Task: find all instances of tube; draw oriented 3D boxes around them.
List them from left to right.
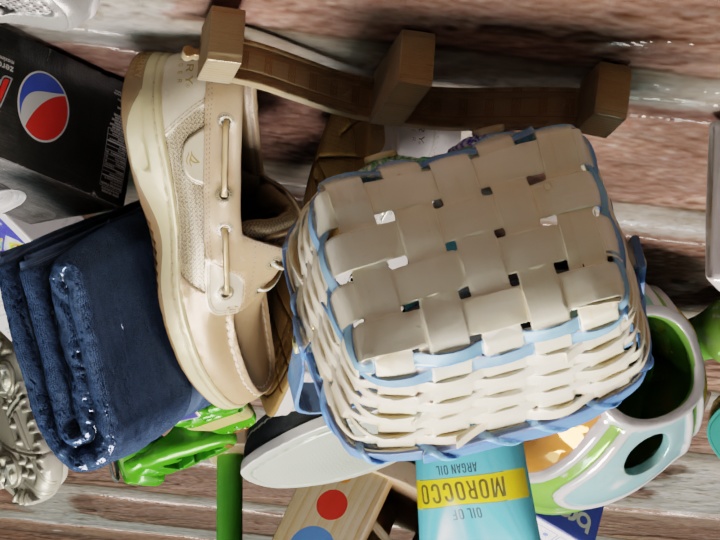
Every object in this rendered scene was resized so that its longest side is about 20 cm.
[{"bbox_3d":[0.057,0.075,1.357,0.077,0.201,0.050,-10,174,35],"label":"tube"}]

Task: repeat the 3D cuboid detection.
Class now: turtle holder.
[{"bbox_3d":[0.143,0.069,1.426,0.185,0.142,0.132,15,161,-26],"label":"turtle holder"}]

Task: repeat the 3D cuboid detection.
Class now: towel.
[{"bbox_3d":[-0.110,0.025,1.225,0.048,0.112,0.200,-9,-173,18],"label":"towel"}]

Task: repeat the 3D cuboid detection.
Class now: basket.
[{"bbox_3d":[0.052,0.016,1.148,0.176,0.140,0.200,-13,157,-5],"label":"basket"}]

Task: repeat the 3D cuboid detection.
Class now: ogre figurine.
[{"bbox_3d":[-0.099,0.042,1.416,0.098,0.120,0.200,-11,163,-13],"label":"ogre figurine"}]

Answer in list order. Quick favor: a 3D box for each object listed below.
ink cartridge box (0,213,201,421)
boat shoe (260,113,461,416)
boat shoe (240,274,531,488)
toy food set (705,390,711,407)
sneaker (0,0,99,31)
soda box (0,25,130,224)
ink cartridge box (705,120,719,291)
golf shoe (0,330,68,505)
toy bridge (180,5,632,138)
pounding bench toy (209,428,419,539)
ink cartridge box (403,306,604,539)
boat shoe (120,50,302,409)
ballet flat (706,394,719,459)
[{"bbox_3d":[-0.167,0.005,1.329,0.200,0.039,0.099,48,145,-21],"label":"ink cartridge box"},{"bbox_3d":[0.000,0.000,1.244,0.069,0.071,0.200,2,136,-24],"label":"boat shoe"},{"bbox_3d":[0.020,0.056,1.315,0.199,0.061,0.076,-24,151,21],"label":"boat shoe"},{"bbox_3d":[0.108,0.071,1.622,0.199,0.061,0.143,19,161,-15],"label":"toy food set"},{"bbox_3d":[-0.205,-0.112,1.008,0.199,0.082,0.075,7,164,-5],"label":"sneaker"},{"bbox_3d":[-0.196,-0.081,1.152,0.071,0.064,0.200,-7,159,38],"label":"soda box"},{"bbox_3d":[0.263,-0.008,1.216,0.145,0.085,0.200,-2,163,25],"label":"ink cartridge box"},{"bbox_3d":[-0.185,0.048,1.433,0.097,0.200,0.078,1,134,-30],"label":"golf shoe"},{"bbox_3d":[0.018,-0.085,1.130,0.199,0.027,0.067,7,165,-10],"label":"toy bridge"},{"bbox_3d":[-0.033,0.182,1.451,0.199,0.156,0.124,21,164,21],"label":"pounding bench toy"},{"bbox_3d":[0.058,0.089,1.489,0.200,0.094,0.044,30,142,-14],"label":"ink cartridge box"},{"bbox_3d":[-0.062,-0.014,1.192,0.064,0.071,0.201,-3,129,13],"label":"boat shoe"},{"bbox_3d":[0.279,0.052,1.435,0.072,0.068,0.200,-23,163,-43],"label":"ballet flat"}]
